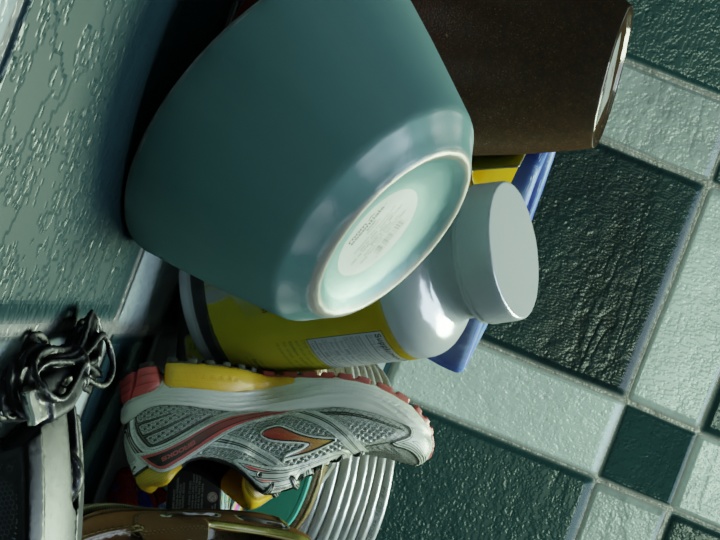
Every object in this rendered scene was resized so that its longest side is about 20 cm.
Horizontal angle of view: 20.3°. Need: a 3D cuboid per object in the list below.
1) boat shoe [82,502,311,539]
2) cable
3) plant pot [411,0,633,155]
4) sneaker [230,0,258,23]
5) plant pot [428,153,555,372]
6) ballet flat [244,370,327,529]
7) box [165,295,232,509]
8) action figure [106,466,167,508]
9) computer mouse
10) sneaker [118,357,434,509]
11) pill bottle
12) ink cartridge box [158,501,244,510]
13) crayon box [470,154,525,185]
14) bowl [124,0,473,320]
[{"bbox_3d":[-0.107,0.164,1.128,0.199,0.068,0.073,-6,93,-47],"label":"boat shoe"},{"bbox_3d":[-0.039,0.147,1.481,0.201,0.069,0.201,-103,-148,-56],"label":"cable"},{"bbox_3d":[0.067,-0.148,1.286,0.187,0.198,0.189,17,90,-79],"label":"plant pot"},{"bbox_3d":[-0.029,-0.167,1.163,0.201,0.078,0.116,-57,-178,-1],"label":"sneaker"},{"bbox_3d":[0.052,-0.069,1.628,0.200,0.178,0.202,-58,167,-60],"label":"plant pot"},{"bbox_3d":[-0.045,0.074,1.338,0.072,0.067,0.202,-23,112,-62],"label":"ballet flat"},{"bbox_3d":[-0.100,0.121,1.280,0.110,0.034,0.202,91,1,-71],"label":"box"},{"bbox_3d":[-0.157,0.179,1.246,0.200,0.051,0.066,-63,169,-61],"label":"action figure"},{"bbox_3d":[-0.161,0.127,0.991,0.138,0.052,0.202,-44,155,-78],"label":"computer mouse"},{"bbox_3d":[-0.050,0.105,1.210,0.078,0.198,0.083,144,-52,-65],"label":"sneaker"},{"bbox_3d":[0.000,0.000,1.200,0.112,0.198,0.113,-8,90,-65],"label":"pill bottle"},{"bbox_3d":[-0.146,0.226,1.373,0.137,0.076,0.201,98,15,-65],"label":"ink cartridge box"},{"bbox_3d":[0.031,-0.064,1.377,0.127,0.198,0.051,-58,137,-58],"label":"crayon box"},{"bbox_3d":[-0.016,-0.052,1.063,0.200,0.105,0.201,-39,157,-20],"label":"bowl"}]
